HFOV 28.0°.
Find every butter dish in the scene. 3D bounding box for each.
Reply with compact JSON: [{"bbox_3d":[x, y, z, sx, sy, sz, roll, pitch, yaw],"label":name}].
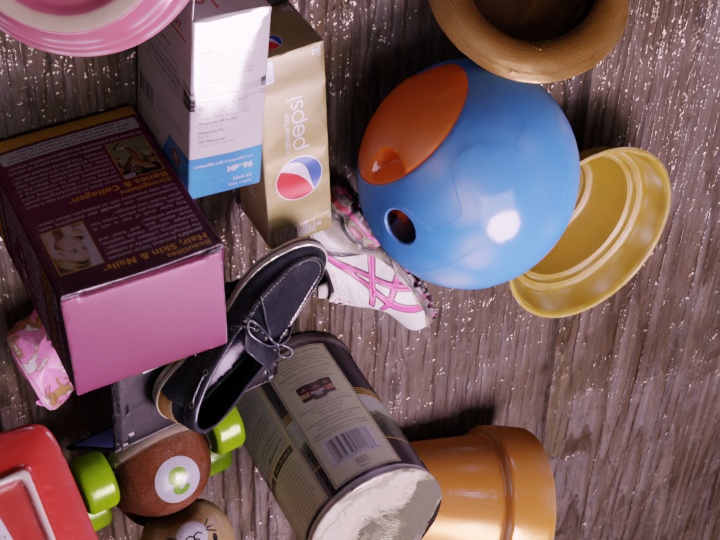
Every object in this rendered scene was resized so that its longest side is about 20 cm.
[{"bbox_3d":[-0.347,0.257,1.328,0.198,0.148,0.202,-23,97,-14],"label":"butter dish"}]

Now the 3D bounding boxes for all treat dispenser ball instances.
[{"bbox_3d":[0.095,-0.085,1.279,0.199,0.201,0.203,-19,136,-20],"label":"treat dispenser ball"}]

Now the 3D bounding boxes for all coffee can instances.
[{"bbox_3d":[-0.029,0.182,1.433,0.145,0.201,0.148,-19,136,-19],"label":"coffee can"}]

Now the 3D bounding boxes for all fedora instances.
[{"bbox_3d":[0.130,-0.235,1.222,0.198,0.203,0.082,-15,167,-24],"label":"fedora"}]

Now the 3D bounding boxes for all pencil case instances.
[{"bbox_3d":[-0.214,0.039,1.265,0.198,0.087,0.083,-31,-178,-7],"label":"pencil case"}]

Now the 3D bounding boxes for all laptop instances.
[{"bbox_3d":[-0.171,0.081,1.303,0.176,0.103,0.202,-24,134,-33],"label":"laptop"}]

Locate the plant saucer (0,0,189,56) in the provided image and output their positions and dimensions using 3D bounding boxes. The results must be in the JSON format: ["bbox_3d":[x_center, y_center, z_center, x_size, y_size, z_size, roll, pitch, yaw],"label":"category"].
[{"bbox_3d":[-0.198,-0.239,0.967,0.197,0.051,0.203,2,113,4],"label":"plant saucer"}]

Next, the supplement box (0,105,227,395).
[{"bbox_3d":[-0.199,-0.022,1.129,0.129,0.201,0.104,-17,135,-20],"label":"supplement box"}]

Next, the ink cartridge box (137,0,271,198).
[{"bbox_3d":[-0.122,-0.174,1.109,0.067,0.116,0.202,-15,134,-25],"label":"ink cartridge box"}]

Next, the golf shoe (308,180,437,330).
[{"bbox_3d":[0.000,0.000,1.393,0.092,0.073,0.200,-36,129,8],"label":"golf shoe"}]

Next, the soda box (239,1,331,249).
[{"bbox_3d":[-0.069,-0.120,1.232,0.063,0.068,0.202,-20,135,-20],"label":"soda box"}]

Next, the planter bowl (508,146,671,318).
[{"bbox_3d":[0.213,-0.058,1.475,0.198,0.084,0.202,-19,133,-22],"label":"planter bowl"}]

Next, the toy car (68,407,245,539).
[{"bbox_3d":[-0.166,0.250,1.374,0.163,0.202,0.158,-23,165,-22],"label":"toy car"}]

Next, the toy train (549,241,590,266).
[{"bbox_3d":[0.244,-0.030,1.566,0.198,0.034,0.046,-27,151,-14],"label":"toy train"}]

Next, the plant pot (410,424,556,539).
[{"bbox_3d":[0.094,0.270,1.623,0.181,0.201,0.202,8,123,-22],"label":"plant pot"}]

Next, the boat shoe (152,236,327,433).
[{"bbox_3d":[-0.092,0.058,1.232,0.200,0.062,0.075,-48,141,-9],"label":"boat shoe"}]
